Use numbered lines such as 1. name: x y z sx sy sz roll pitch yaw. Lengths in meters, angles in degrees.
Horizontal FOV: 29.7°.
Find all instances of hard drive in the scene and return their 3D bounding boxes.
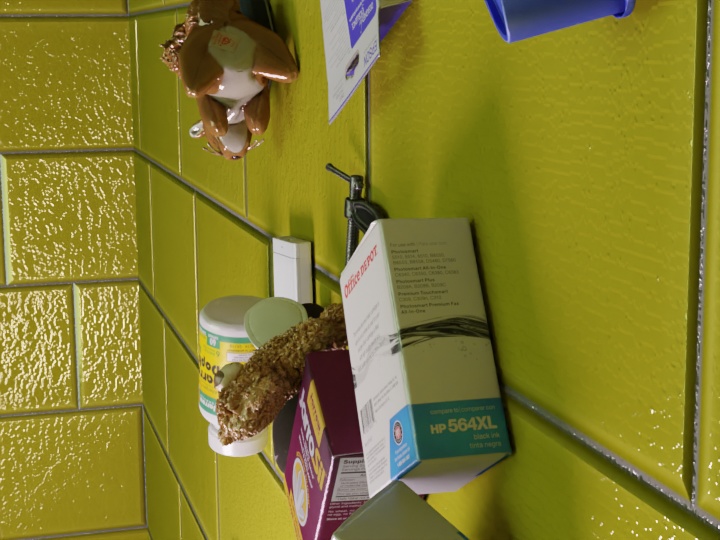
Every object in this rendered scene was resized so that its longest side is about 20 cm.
1. hard drive: -0.154 -0.335 1.865 0.140 0.033 0.201 106 155 -51
2. hard drive: -0.084 0.061 1.703 0.132 0.026 0.202 -163 71 -74

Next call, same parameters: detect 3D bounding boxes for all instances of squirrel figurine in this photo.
1. squirrel figurine: -0.176 -0.247 1.754 0.187 0.141 0.201 96 152 -59

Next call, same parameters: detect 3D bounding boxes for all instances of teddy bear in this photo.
1. teddy bear: -0.084 0.092 1.354 0.145 0.200 0.067 -18 107 56

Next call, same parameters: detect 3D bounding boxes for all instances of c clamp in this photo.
1. c clamp: 0.000 0.000 1.403 0.171 0.027 0.202 -150 60 -66

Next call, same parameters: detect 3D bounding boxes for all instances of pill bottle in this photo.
1. pill bottle: -0.166 0.146 1.857 0.113 0.112 0.202 -126 36 -63

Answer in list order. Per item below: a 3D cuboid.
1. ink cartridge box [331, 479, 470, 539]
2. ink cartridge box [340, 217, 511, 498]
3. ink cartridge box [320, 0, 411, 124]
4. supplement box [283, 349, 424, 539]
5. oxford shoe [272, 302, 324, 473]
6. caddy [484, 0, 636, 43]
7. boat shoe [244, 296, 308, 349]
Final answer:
1. ink cartridge box: 0.041 0.290 1.087 0.146 0.086 0.201 38 138 24
2. ink cartridge box: 0.048 0.073 1.122 0.146 0.084 0.202 125 140 -65
3. ink cartridge box: 0.001 -0.265 1.300 0.198 0.043 0.202 141 126 -71
4. supplement box: -0.005 0.190 1.305 0.131 0.102 0.201 -107 21 -45
5. oxford shoe: -0.066 0.141 1.594 0.071 0.071 0.202 162 115 -79
6. caddy: 0.110 -0.233 0.814 0.142 0.104 0.201 71 -178 -52
7. boat shoe: -0.064 0.092 1.495 0.201 0.072 0.061 36 158 51
